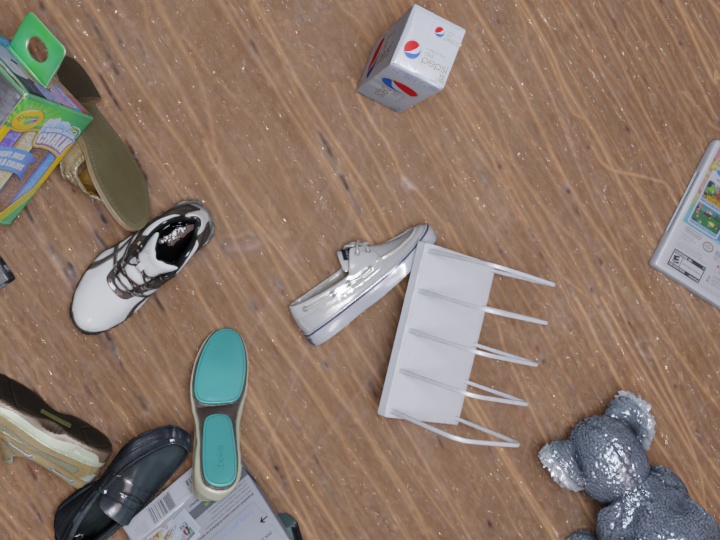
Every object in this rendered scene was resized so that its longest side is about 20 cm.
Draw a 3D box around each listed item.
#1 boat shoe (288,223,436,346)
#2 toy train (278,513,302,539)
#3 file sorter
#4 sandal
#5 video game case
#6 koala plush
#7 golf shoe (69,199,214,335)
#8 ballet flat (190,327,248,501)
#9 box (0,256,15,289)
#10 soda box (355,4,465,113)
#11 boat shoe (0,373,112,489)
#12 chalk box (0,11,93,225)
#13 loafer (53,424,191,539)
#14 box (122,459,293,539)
[{"bbox_3d":[0.000,0.000,1.094,0.199,0.071,0.070,-39,101,0],"label":"boat shoe"},{"bbox_3d":[-0.105,0.385,1.081,0.112,0.085,0.205,-17,95,-19],"label":"toy train"},{"bbox_3d":[0.129,0.087,1.064,0.137,0.123,0.205,14,89,-45],"label":"file sorter"},{"bbox_3d":[-0.308,-0.129,1.040,0.069,0.077,0.215,-28,86,29],"label":"sandal"},{"bbox_3d":[0.498,-0.039,1.209,0.197,0.024,0.185,30,86,-9],"label":"video game case"},{"bbox_3d":[0.321,0.263,1.121,0.175,0.184,0.203,-27,85,-9],"label":"koala plush"},{"bbox_3d":[-0.249,-0.006,1.032,0.200,0.094,0.078,-45,100,-5],"label":"golf shoe"},{"bbox_3d":[-0.165,0.166,1.057,0.068,0.070,0.204,8,57,-11],"label":"ballet flat"},{"bbox_3d":[-0.505,0.001,1.005,0.198,0.048,0.160,-35,98,-8],"label":"box"},{"bbox_3d":[0.051,-0.229,1.026,0.063,0.200,0.069,23,88,-12],"label":"soda box"},{"bbox_3d":[-0.379,0.181,1.028,0.198,0.072,0.077,34,97,-10],"label":"boat shoe"},{"bbox_3d":[-0.374,-0.166,0.952,0.124,0.124,0.200,44,98,13],"label":"chalk box"},{"bbox_3d":[-0.260,0.247,1.020,0.200,0.071,0.068,-40,129,13],"label":"loafer"},{"bbox_3d":[-0.159,0.309,1.017,0.155,0.200,0.041,-40,137,-6],"label":"box"}]
